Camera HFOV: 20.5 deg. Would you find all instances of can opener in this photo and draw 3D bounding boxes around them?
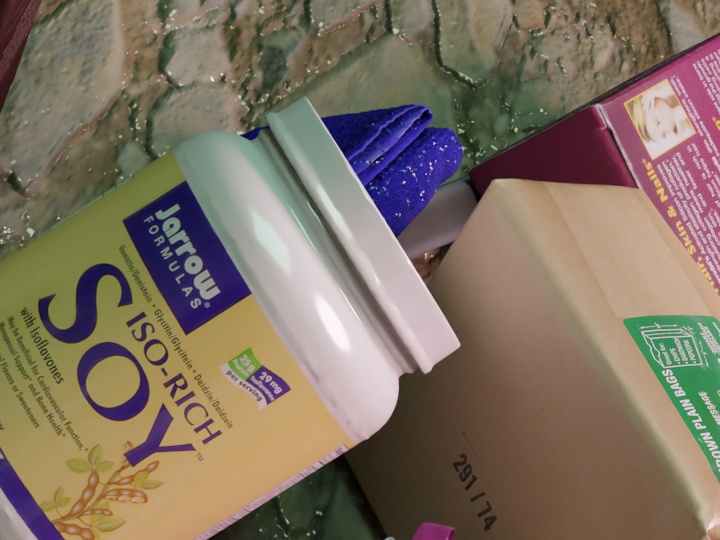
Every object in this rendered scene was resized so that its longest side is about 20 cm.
[{"bbox_3d":[0.000,0.000,1.071,0.200,0.053,0.067,-29,100,-46],"label":"can opener"}]

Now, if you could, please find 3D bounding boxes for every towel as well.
[{"bbox_3d":[-0.050,-0.031,1.006,0.147,0.050,0.200,1,25,29],"label":"towel"}]

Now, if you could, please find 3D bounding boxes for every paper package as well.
[{"bbox_3d":[0.098,0.088,0.908,0.103,0.191,0.200,-3,49,-34],"label":"paper package"}]

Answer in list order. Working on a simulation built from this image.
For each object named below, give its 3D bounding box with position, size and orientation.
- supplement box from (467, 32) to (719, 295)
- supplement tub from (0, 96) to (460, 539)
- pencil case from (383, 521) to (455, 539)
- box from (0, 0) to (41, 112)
[{"bbox_3d":[0.176,-0.048,1.151,0.200,0.103,0.131,-29,93,-48],"label":"supplement box"},{"bbox_3d":[-0.074,0.033,0.826,0.146,0.200,0.145,57,1,-1],"label":"supplement tub"},{"bbox_3d":[-0.037,0.166,0.823,0.199,0.089,0.088,-10,52,-40],"label":"pencil case"},{"bbox_3d":[-0.239,-0.132,0.933,0.165,0.200,0.165,22,38,-8],"label":"box"}]
